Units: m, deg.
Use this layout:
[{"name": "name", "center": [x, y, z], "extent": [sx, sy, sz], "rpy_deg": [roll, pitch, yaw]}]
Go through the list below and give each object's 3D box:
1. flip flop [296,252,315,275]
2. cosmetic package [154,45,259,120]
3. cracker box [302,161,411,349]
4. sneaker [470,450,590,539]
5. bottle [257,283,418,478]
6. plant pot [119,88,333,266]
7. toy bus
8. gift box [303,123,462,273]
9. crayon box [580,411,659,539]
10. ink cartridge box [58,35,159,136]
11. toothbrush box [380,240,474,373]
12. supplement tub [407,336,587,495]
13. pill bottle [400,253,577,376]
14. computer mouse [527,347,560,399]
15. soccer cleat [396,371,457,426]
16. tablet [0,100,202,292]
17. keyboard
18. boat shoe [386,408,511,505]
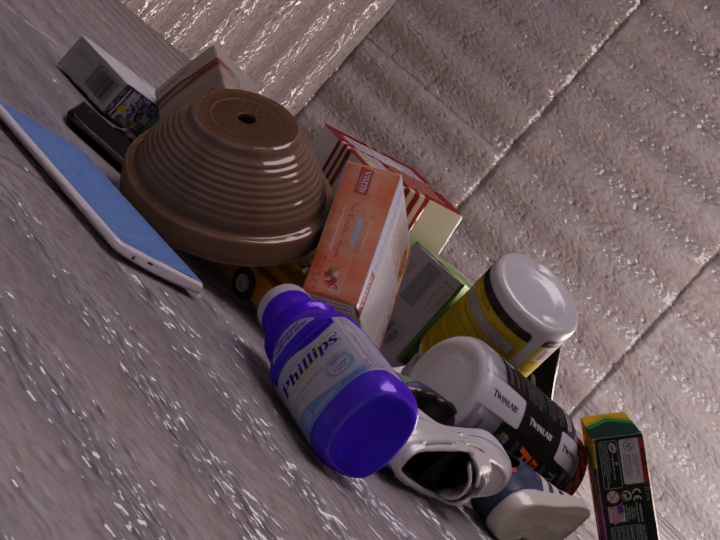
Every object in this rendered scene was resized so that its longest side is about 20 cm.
[{"name": "flip flop", "center": [-0.049, 0.011, 1.486], "extent": [0.058, 0.081, 0.200], "rpy_deg": [47, 1, 4]}, {"name": "cosmetic package", "center": [-0.166, -0.157, 1.594], "extent": [0.087, 0.103, 0.200], "rpy_deg": [43, 17, -37]}, {"name": "cracker box", "center": [0.000, 0.000, 1.322], "extent": [0.057, 0.135, 0.200], "rpy_deg": [16, -19, 10]}, {"name": "sneaker", "center": [0.162, 0.223, 1.369], "extent": [0.085, 0.075, 0.200], "rpy_deg": [51, 8, 30]}, {"name": "bottle", "center": [-0.027, 0.075, 1.061], "extent": [0.065, 0.084, 0.200], "rpy_deg": [39, 7, -35]}, {"name": "plant pot", "center": [-0.113, -0.100, 1.259], "extent": [0.200, 0.093, 0.201], "rpy_deg": [13, 36, -10]}, {"name": "toy bus", "center": [-0.117, -0.046, 1.340], "extent": [0.065, 0.078, 0.200], "rpy_deg": [9, 30, -51]}, {"name": "gift box", "center": [-0.019, -0.060, 1.763], "extent": [0.199, 0.187, 0.185], "rpy_deg": [24, 14, -28]}, {"name": "crayon box", "center": [0.281, 0.262, 1.475], "extent": [0.173, 0.058, 0.201], "rpy_deg": [-13, 95, -84]}, {"name": "ink cartridge box", "center": [-0.274, -0.202, 1.705], "extent": [0.109, 0.050, 0.200], "rpy_deg": [46, 5, 31]}, {"name": "toothbrush box", "center": [0.077, 0.063, 1.670], "extent": [0.086, 0.146, 0.200], "rpy_deg": [43, 4, 21]}, {"name": "supplement tub", "center": [0.144, 0.166, 1.444], "extent": [0.200, 0.123, 0.123], "rpy_deg": [39, 6, -33]}, {"name": "pill bottle", "center": [0.136, 0.084, 1.528], "extent": [0.114, 0.200, 0.115], "rpy_deg": [27, 36, -22]}, {"name": "computer mouse", "center": [0.200, 0.149, 1.595], "extent": [0.046, 0.201, 0.141], "rpy_deg": [2, 39, 0]}, {"name": "soccer cleat", "center": [0.001, 0.106, 1.285], "extent": [0.200, 0.065, 0.084], "rpy_deg": [36, -23, -25]}, {"name": "tablet", "center": [-0.216, -0.060, 1.126], "extent": [0.200, 0.014, 0.130], "rpy_deg": [45, 5, 29]}, {"name": "keyboard", "center": [-0.220, -0.101, 1.428], "extent": [0.200, 0.021, 0.127], "rpy_deg": [43, 11, -10]}, {"name": "boat shoe", "center": [0.075, 0.173, 1.194], "extent": [0.200, 0.074, 0.065], "rpy_deg": [23, 22, -46]}]
